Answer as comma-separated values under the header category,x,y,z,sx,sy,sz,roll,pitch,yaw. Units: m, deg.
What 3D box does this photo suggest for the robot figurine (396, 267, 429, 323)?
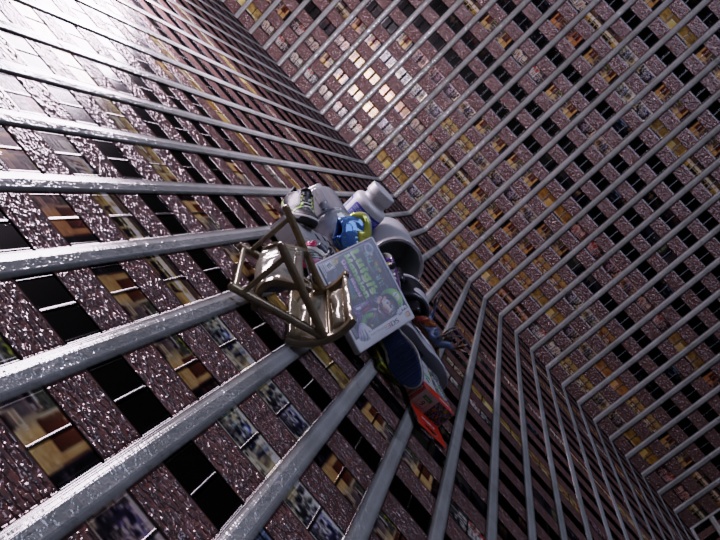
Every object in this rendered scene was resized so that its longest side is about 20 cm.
category,x,y,z,sx,sy,sz,roll,pitch,yaw
robot figurine,0.112,0.088,1.650,0.124,0.151,0.200,26,19,-13

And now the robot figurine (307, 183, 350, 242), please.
category,x,y,z,sx,sy,sz,roll,pitch,yaw
robot figurine,-0.091,-0.141,1.674,0.201,0.112,0.170,57,-7,37

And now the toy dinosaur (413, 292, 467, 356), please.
category,x,y,z,sx,sy,sz,roll,pitch,yaw
toy dinosaur,0.179,0.164,1.536,0.180,0.201,0.105,17,18,-39

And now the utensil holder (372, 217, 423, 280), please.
category,x,y,z,sx,sy,sz,roll,pitch,yaw
utensil holder,0.080,-0.049,1.837,0.170,0.170,0.200,41,12,-23

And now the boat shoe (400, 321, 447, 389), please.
category,x,y,z,sx,sy,sz,roll,pitch,yaw
boat shoe,0.147,0.194,1.503,0.201,0.073,0.065,61,16,-15

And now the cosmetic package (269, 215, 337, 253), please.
category,x,y,z,sx,sy,sz,roll,pitch,yaw
cosmetic package,-0.122,-0.059,1.488,0.083,0.051,0.200,54,14,28

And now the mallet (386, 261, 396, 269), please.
category,x,y,z,sx,sy,sz,roll,pitch,yaw
mallet,0.000,0.000,1.450,0.199,0.066,0.041,2,-51,54

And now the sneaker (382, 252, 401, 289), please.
category,x,y,z,sx,sy,sz,roll,pitch,yaw
sneaker,0.063,0.037,1.488,0.201,0.072,0.115,-104,180,-52

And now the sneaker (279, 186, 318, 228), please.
category,x,y,z,sx,sy,sz,roll,pitch,yaw
sneaker,-0.147,-0.162,1.535,0.071,0.083,0.200,22,7,-29

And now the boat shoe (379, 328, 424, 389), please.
category,x,y,z,sx,sy,sz,roll,pitch,yaw
boat shoe,0.088,0.174,1.372,0.201,0.072,0.072,63,7,34

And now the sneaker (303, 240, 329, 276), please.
category,x,y,z,sx,sy,sz,roll,pitch,yaw
sneaker,-0.063,0.026,1.406,0.200,0.080,0.075,39,43,-16

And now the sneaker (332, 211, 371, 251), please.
category,x,y,z,sx,sy,sz,roll,pitch,yaw
sneaker,-0.022,-0.044,1.571,0.104,0.076,0.202,-3,83,-26

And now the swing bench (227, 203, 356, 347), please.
category,x,y,z,sx,sy,sz,roll,pitch,yaw
swing bench,-0.117,0.021,1.135,0.200,0.129,0.199,48,12,-21

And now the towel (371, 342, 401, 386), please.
category,x,y,z,sx,sy,sz,roll,pitch,yaw
towel,0.044,0.175,1.427,0.086,0.018,0.200,46,12,-31

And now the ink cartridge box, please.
category,x,y,z,sx,sy,sz,roll,pitch,yaw
ink cartridge box,0.146,0.275,1.368,0.109,0.050,0.200,47,12,-28

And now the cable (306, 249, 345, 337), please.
category,x,y,z,sx,sy,sz,roll,pitch,yaw
cable,-0.024,0.060,1.332,0.200,0.051,0.164,42,47,-19

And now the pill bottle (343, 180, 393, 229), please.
category,x,y,z,sx,sy,sz,roll,pitch,yaw
pill bottle,-0.002,-0.154,1.796,0.112,0.200,0.112,44,14,-14

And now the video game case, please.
category,x,y,z,sx,sy,sz,roll,pitch,yaw
video game case,0.008,0.048,1.321,0.181,0.023,0.201,-27,88,-41
